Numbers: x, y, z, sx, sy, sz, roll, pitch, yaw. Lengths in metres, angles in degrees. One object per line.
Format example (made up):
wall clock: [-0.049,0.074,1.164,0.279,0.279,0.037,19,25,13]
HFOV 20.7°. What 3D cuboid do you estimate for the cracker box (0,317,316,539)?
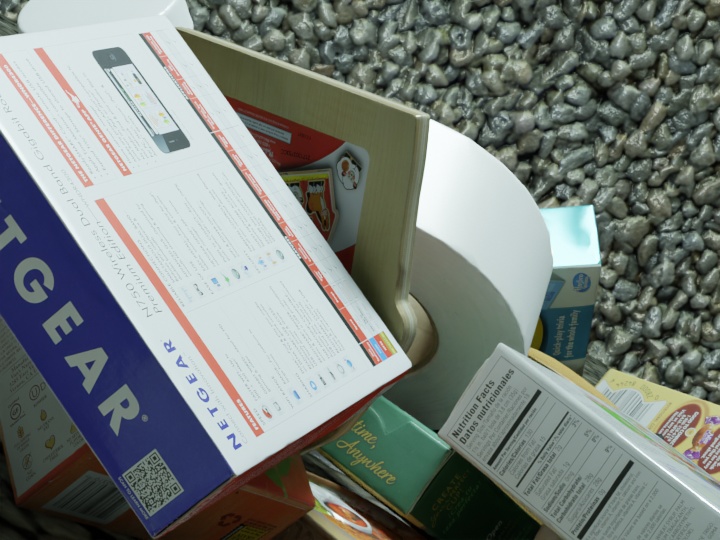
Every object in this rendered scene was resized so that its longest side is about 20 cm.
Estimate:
cracker box: [-0.106,0.020,0.872,0.134,0.058,0.201,25,37,-46]

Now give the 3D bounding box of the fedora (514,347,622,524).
fedora: [0.116,0.133,1.199,0.200,0.082,0.201,40,-19,16]

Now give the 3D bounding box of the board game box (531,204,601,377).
board game box: [0.044,0.025,1.234,0.198,0.047,0.151,-3,-33,-1]

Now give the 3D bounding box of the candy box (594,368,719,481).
candy box: [0.227,0.138,1.200,0.199,0.057,0.117,16,-33,50]

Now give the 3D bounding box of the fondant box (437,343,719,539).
fondant box: [0.149,0.124,0.930,0.200,0.058,0.144,39,6,38]

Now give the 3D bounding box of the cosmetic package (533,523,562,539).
cosmetic package: [0.150,0.205,0.923,0.101,0.072,0.200,28,6,-30]

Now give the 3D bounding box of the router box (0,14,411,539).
router box: [-0.084,-0.008,0.820,0.201,0.049,0.179,55,25,6]

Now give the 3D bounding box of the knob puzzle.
knob puzzle: [-0.040,0.000,0.956,0.030,0.221,0.219,-7,32,-45]

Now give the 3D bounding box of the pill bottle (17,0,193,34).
pill bottle: [-0.128,-0.066,1.147,0.113,0.113,0.201,36,-35,49]

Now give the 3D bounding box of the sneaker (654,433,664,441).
sneaker: [0.186,0.179,1.058,0.201,0.080,0.071,54,8,0]

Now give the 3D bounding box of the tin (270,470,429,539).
tin: [0.023,0.154,0.901,0.200,0.042,0.112,35,3,39]

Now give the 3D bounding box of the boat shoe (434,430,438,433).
boat shoe: [0.048,0.102,1.330,0.073,0.068,0.199,30,6,1]

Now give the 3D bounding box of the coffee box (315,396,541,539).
coffee box: [0.043,0.122,1.057,0.123,0.044,0.200,34,-6,40]

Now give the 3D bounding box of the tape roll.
tape roll: [0.000,0.000,1.067,0.201,0.071,0.203,14,-35,10]
